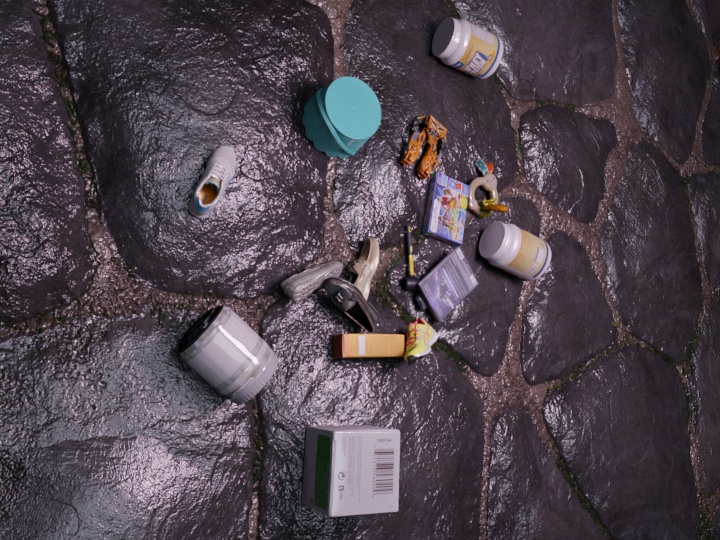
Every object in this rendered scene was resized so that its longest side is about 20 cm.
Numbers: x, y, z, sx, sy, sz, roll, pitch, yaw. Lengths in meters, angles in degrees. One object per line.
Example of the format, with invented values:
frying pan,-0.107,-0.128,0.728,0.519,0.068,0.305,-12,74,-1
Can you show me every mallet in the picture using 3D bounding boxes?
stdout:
mallet,0.158,-0.035,1.781,0.065,0.041,0.202,12,72,-28

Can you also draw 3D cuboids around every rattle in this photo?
rattle,0.421,-0.278,1.912,0.129,0.143,0.202,24,76,-7

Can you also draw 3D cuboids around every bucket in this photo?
bucket,-0.049,-0.429,1.665,0.205,0.134,0.210,6,78,-28

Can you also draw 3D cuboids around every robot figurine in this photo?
robot figurine,0.205,-0.390,1.848,0.144,0.058,0.202,33,68,-22

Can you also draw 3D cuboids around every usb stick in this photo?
usb stick,0.239,0.057,1.811,0.199,0.033,0.056,-30,99,-30

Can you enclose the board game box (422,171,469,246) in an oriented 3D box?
board game box,0.269,-0.192,1.865,0.134,0.034,0.202,18,73,-26

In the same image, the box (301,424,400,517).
box,-0.024,0.499,1.510,0.198,0.171,0.202,8,78,-27

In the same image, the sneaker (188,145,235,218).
sneaker,-0.360,-0.227,1.489,0.076,0.081,0.202,26,69,-22

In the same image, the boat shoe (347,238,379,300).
boat shoe,0.000,0.000,1.664,0.064,0.072,0.202,19,80,-23

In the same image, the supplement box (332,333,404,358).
supplement box,0.025,0.209,1.646,0.198,0.066,0.070,2,81,-29

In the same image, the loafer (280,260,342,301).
loafer,-0.126,0.016,1.589,0.070,0.070,0.199,37,40,25

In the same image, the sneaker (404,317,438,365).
sneaker,0.156,0.198,1.692,0.091,0.078,0.200,55,25,-3

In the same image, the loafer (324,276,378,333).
loafer,-0.020,0.094,1.596,0.200,0.072,0.063,41,32,-29

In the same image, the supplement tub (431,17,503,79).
supplement tub,0.346,-0.721,1.932,0.198,0.144,0.147,12,76,-27

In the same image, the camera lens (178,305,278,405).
camera lens,-0.312,0.195,1.401,0.200,0.160,0.160,46,63,-15

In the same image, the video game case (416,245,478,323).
video game case,0.266,0.041,1.799,0.200,0.019,0.144,-40,111,-26

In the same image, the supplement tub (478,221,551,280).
supplement tub,0.493,-0.063,1.910,0.198,0.144,0.146,22,72,-25
